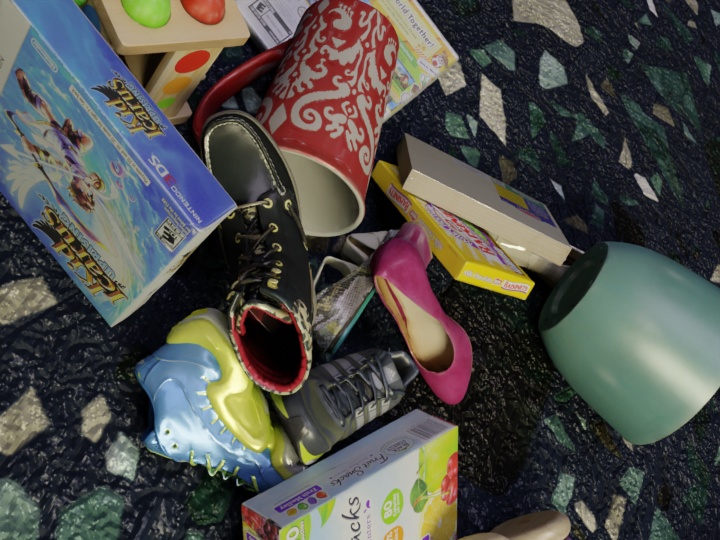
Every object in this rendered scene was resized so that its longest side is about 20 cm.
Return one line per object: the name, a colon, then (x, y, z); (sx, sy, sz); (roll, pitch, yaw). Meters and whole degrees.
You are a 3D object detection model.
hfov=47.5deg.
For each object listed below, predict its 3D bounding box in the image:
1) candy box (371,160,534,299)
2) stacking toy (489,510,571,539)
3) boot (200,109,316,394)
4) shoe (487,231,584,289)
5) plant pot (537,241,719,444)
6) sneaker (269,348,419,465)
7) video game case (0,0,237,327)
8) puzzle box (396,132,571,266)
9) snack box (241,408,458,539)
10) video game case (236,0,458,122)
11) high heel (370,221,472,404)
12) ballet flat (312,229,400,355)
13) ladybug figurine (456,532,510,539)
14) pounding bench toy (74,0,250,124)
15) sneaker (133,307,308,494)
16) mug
candy box: (0.092, -0.046, 0.857); (0.101, 0.027, 0.201); (13, 28, -36)
stacking toy: (0.186, 0.338, 0.774); (0.084, 0.085, 0.203); (-11, 81, -41)
boot: (-0.079, -0.018, 0.640); (0.154, 0.072, 0.207); (-100, 175, -73)
shoe: (0.207, -0.034, 0.993); (0.198, 0.053, 0.071); (28, 53, -24)
plant pot: (0.300, 0.064, 0.927); (0.160, 0.201, 0.201); (37, 49, -3)
sneaker: (-0.010, 0.099, 0.683); (0.075, 0.080, 0.200); (61, 19, 3)
video game case: (-0.205, -0.076, 0.606); (0.201, 0.181, 0.045); (51, 48, -4)
puzzle box: (0.133, -0.081, 0.911); (0.197, 0.026, 0.134); (25, 22, -11)
snack box: (0.000, 0.216, 0.656); (0.198, 0.052, 0.145); (-18, 113, -42)
video game case: (-0.015, -0.261, 0.907); (0.181, 0.023, 0.201); (-40, 94, -15)
high heel: (0.057, 0.061, 0.776); (0.096, 0.066, 0.203); (-51, 135, -53)
ballet flat: (0.000, 0.000, 0.808); (0.072, 0.072, 0.200); (49, 46, -6)
ladybug figurine: (0.090, 0.314, 0.678); (0.135, 0.071, 0.204); (-10, 100, -50)
pounding bench toy: (-0.219, -0.205, 0.679); (0.198, 0.155, 0.126); (-20, 80, -42)
sneaker: (-0.113, 0.137, 0.657); (0.104, 0.076, 0.202); (-29, 96, -14)
mug: (-0.052, -0.164, 0.787); (0.176, 0.133, 0.203); (27, 61, -18)
